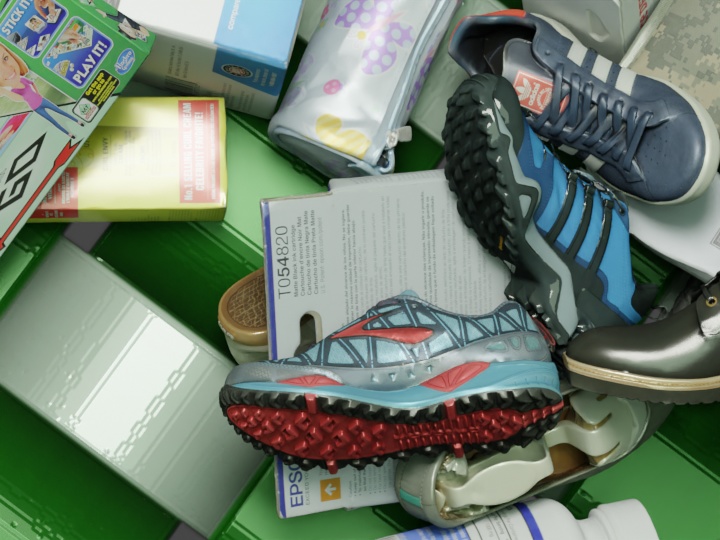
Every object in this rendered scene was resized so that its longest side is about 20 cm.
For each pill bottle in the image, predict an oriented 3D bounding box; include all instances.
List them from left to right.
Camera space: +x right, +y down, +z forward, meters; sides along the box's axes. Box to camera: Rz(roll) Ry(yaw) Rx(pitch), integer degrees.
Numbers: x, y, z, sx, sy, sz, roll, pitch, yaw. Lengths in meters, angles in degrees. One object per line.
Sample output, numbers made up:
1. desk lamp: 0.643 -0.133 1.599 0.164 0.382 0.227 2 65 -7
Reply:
1. pill bottle: 0.083 0.202 1.534 0.198 0.112 0.113 -13 84 -8

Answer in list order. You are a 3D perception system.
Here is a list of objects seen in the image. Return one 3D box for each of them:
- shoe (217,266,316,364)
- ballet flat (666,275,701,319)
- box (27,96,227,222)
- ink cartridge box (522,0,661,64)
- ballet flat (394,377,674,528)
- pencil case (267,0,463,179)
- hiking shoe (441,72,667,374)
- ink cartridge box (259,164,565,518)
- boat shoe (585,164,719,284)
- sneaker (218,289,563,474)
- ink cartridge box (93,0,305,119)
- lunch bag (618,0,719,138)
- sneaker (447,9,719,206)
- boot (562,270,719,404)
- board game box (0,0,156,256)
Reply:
1. shoe: 0.000 0.000 1.587 0.199 0.054 0.070 -29 46 -16
2. ballet flat: 0.254 -0.014 1.610 0.066 0.057 0.201 29 80 -2
3. box: -0.182 -0.068 1.573 0.198 0.050 0.076 0 82 -6
4. ink cartridge box: 0.183 -0.242 1.584 0.085 0.148 0.201 33 80 16
5. ballet flat: 0.117 0.106 1.529 0.199 0.064 0.068 -21 106 -16
6. pencil case: 0.016 -0.151 1.585 0.083 0.090 0.201 30 76 -31
7. hiking shoe: 0.112 -0.038 1.505 0.086 0.074 0.201 -34 119 -20
8. ink cartridge box: 0.032 0.040 1.542 0.198 0.041 0.201 -6 101 -19
9. boat shoe: 0.219 -0.019 1.563 0.200 0.057 0.069 40 86 18
10. sneaker: 0.016 0.060 1.487 0.198 0.080 0.096 -2 52 -2
11. ink cartridge box: -0.135 -0.170 1.544 0.198 0.145 0.085 15 80 -4
12. lunch bag: 0.281 -0.153 1.564 0.164 0.117 0.201 31 89 32
13. sneaker: 0.127 -0.099 1.525 0.084 0.200 0.075 7 110 -44
14. boot: 0.215 0.001 1.470 0.198 0.077 0.140 -4 105 -7
15. board game box: -0.230 -0.096 1.485 0.134 0.029 0.200 33 115 -13
